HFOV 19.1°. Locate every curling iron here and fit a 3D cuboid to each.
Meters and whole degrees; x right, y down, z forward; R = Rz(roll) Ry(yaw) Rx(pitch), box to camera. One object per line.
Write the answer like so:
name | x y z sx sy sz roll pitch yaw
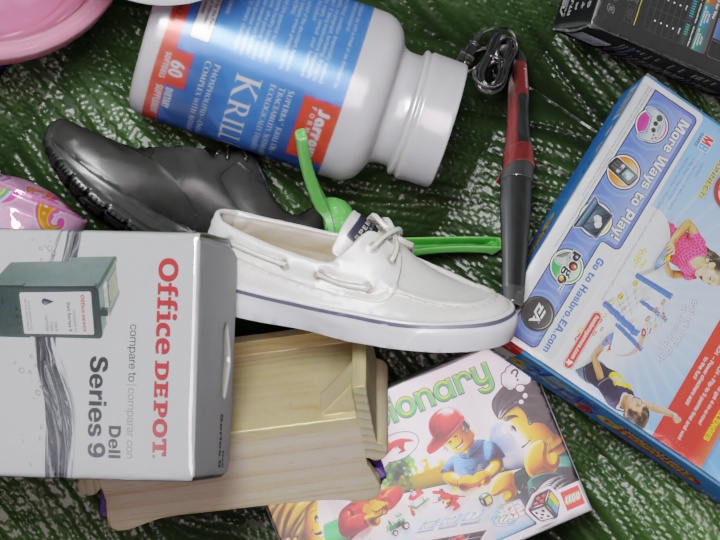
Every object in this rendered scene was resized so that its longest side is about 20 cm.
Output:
curling iron | 0.090 -0.066 1.367 0.049 0.026 0.202 3 65 -12

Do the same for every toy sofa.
toy sofa | -0.081 0.092 1.358 0.198 0.083 0.098 -8 128 6

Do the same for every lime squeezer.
lime squeezer | 0.004 -0.029 1.357 0.070 0.199 0.038 -20 58 36

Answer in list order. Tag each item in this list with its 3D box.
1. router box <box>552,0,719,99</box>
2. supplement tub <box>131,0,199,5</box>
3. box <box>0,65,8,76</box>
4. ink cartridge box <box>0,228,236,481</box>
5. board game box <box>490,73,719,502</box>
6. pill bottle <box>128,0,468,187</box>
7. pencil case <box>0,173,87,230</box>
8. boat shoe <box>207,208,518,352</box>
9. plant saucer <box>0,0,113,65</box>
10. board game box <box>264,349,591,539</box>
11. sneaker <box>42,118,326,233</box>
router box | 0.225 -0.220 1.367 0.149 0.062 0.202 20 86 -19
supplement tub | -0.112 -0.270 1.288 0.143 0.201 0.146 3 136 2
box | -0.287 -0.153 1.382 0.121 0.032 0.201 36 88 -3
ink cartridge box | -0.179 0.048 1.266 0.198 0.084 0.148 0 87 10
board game box | 0.207 0.013 1.380 0.195 0.056 0.201 34 78 -3
pill bottle | -0.037 -0.123 1.354 0.198 0.112 0.113 18 90 -2
pencil case | -0.248 0.037 1.360 0.087 0.087 0.201 25 91 -3
boat shoe | 0.000 0.000 1.305 0.198 0.071 0.070 11 109 10
plant saucer | -0.242 -0.219 1.347 0.199 0.051 0.203 5 73 -15
board game box | 0.037 0.136 1.402 0.199 0.035 0.127 -23 91 -2
sneaker | -0.111 -0.049 1.379 0.199 0.076 0.091 31 83 -12
